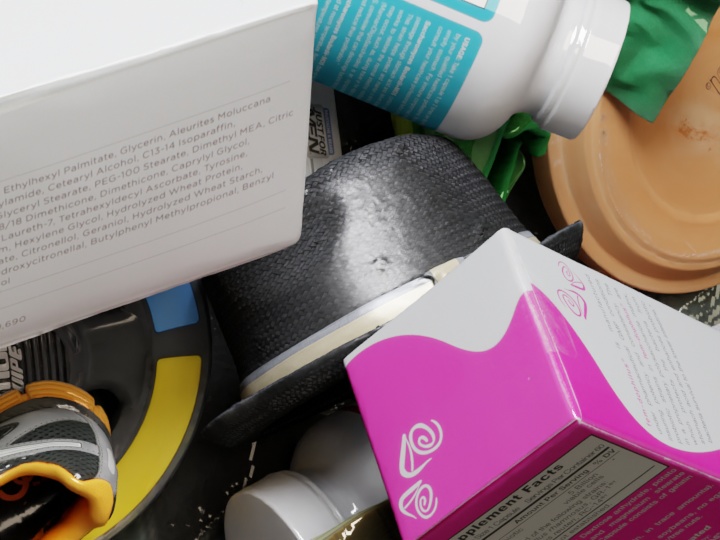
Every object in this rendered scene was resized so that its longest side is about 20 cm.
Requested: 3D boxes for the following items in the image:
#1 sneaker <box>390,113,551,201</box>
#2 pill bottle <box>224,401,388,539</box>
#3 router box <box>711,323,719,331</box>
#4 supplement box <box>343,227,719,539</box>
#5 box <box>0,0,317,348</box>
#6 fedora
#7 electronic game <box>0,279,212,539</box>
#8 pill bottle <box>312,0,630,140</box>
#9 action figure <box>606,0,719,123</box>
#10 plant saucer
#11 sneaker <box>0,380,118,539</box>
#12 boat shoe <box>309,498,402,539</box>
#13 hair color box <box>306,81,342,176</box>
[{"bbox_3d":[0.057,-0.085,1.291,0.074,0.083,0.201,11,76,-66],"label":"sneaker"},{"bbox_3d":[0.039,0.104,1.221,0.200,0.112,0.113,-25,86,-29],"label":"pill bottle"},{"bbox_3d":[0.183,0.131,1.243,0.049,0.179,0.201,3,73,-25],"label":"router box"},{"bbox_3d":[0.103,0.075,1.092,0.200,0.103,0.101,25,35,-43],"label":"supplement box"},{"bbox_3d":[-0.151,-0.088,1.059,0.200,0.131,0.199,-20,48,-24],"label":"box"},{"bbox_3d":[0.000,0.000,1.172,0.200,0.201,0.092,-25,83,-29],"label":"fedora"},{"bbox_3d":[-0.160,0.043,1.146,0.199,0.042,0.201,-6,105,-25],"label":"electronic game"},{"bbox_3d":[0.020,-0.129,1.171,0.199,0.111,0.111,23,66,-5],"label":"pill bottle"},{"bbox_3d":[0.077,-0.158,1.238,0.199,0.118,0.055,21,33,-8],"label":"action figure"},{"bbox_3d":[0.177,-0.085,1.338,0.200,0.032,0.201,-9,107,-32],"label":"plant saucer"},{"bbox_3d":[-0.189,0.123,1.096,0.200,0.077,0.078,-37,119,-5],"label":"sneaker"},{"bbox_3d":[-0.007,0.147,1.118,0.200,0.063,0.073,-22,90,-21],"label":"boat shoe"},{"bbox_3d":[-0.110,-0.059,1.227,0.199,0.064,0.111,-2,77,-25],"label":"hair color box"}]
